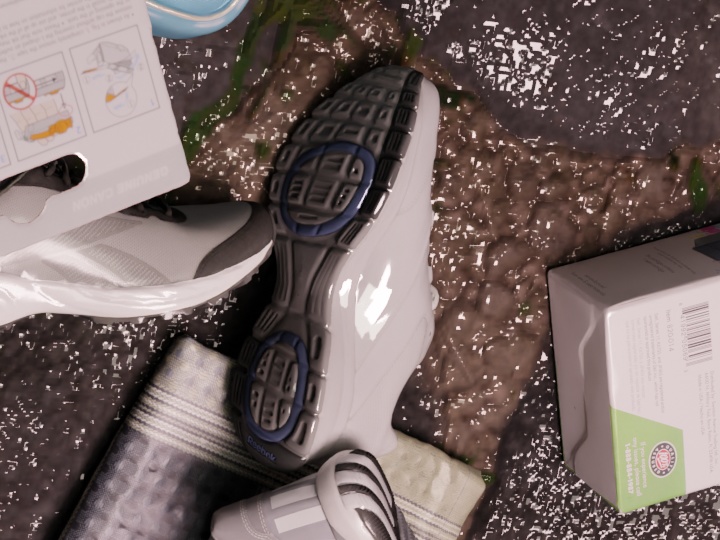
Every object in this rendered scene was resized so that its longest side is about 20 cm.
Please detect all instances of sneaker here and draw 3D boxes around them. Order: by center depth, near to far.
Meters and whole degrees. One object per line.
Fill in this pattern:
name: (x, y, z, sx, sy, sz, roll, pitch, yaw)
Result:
sneaker: (-0.131, -0.019, 1.279, 0.200, 0.074, 0.079, -5, 105, -24)
sneaker: (0.000, 0.000, 1.352, 0.087, 0.074, 0.200, 10, 99, -47)
sneaker: (-0.021, 0.168, 1.378, 0.115, 0.075, 0.200, -16, 131, 9)

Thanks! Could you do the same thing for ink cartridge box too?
ink cartridge box: (-0.170, -0.106, 1.163, 0.160, 0.047, 0.200, -23, 106, -28)
ink cartridge box: (0.203, 0.037, 1.459, 0.200, 0.067, 0.117, -14, 113, -19)

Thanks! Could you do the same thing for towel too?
towel: (-0.057, 0.148, 1.403, 0.200, 0.035, 0.193, 27, 92, -28)

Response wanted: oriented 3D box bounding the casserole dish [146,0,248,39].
casserole dish: (-0.107, -0.175, 1.251, 0.200, 0.039, 0.121, 24, 98, -31)
